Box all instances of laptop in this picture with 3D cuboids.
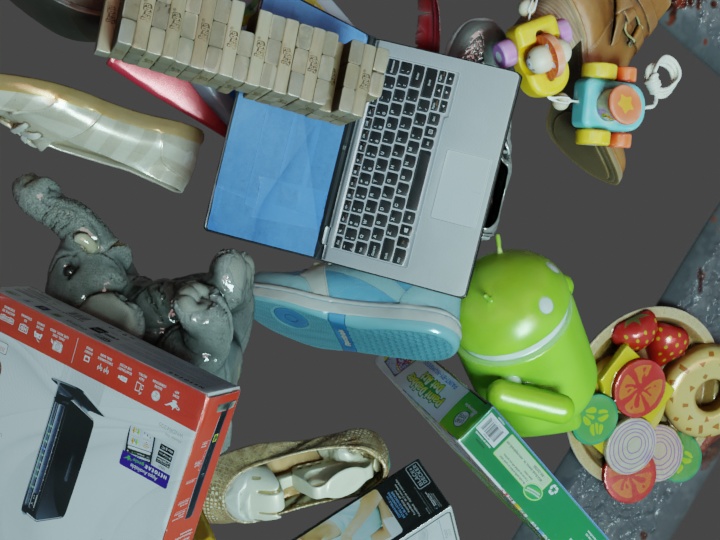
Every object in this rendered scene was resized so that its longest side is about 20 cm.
[{"bbox_3d":[0.008,-0.094,0.802,0.197,0.116,0.190,15,91,8],"label":"laptop"}]

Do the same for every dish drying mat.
[{"bbox_3d":[-0.107,-0.151,0.863,0.199,0.018,0.078,30,87,-22],"label":"dish drying mat"}]

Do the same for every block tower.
[{"bbox_3d":[-0.081,-0.153,0.727,0.197,0.058,0.055,13,85,-20],"label":"block tower"}]

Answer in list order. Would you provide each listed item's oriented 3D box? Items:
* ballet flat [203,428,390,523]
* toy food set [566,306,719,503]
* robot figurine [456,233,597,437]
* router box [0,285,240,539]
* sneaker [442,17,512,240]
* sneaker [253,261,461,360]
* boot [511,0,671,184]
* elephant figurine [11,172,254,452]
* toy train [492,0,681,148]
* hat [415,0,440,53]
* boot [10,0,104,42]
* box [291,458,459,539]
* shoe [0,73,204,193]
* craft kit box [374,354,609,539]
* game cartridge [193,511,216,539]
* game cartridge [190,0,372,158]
[{"bbox_3d":[-0.063,0.189,0.935,0.197,0.065,0.072,-15,107,-16],"label":"ballet flat"},{"bbox_3d":[0.298,0.137,1.065,0.199,0.049,0.199,38,88,-24],"label":"toy food set"},{"bbox_3d":[0.147,0.066,0.942,0.114,0.177,0.201,-9,130,23],"label":"robot figurine"},{"bbox_3d":[-0.202,0.130,0.738,0.198,0.049,0.182,21,98,20],"label":"router box"},{"bbox_3d":[0.112,-0.120,0.912,0.074,0.082,0.203,-1,97,-20],"label":"sneaker"},{"bbox_3d":[0.000,0.000,0.906,0.197,0.080,0.132,10,63,10],"label":"sneaker"},{"bbox_3d":[0.233,-0.194,0.951,0.155,0.073,0.201,-45,124,-16],"label":"boot"},{"bbox_3d":[-0.189,0.032,0.826,0.197,0.157,0.142,8,145,3],"label":"elephant figurine"},{"bbox_3d":[0.197,-0.196,0.867,0.200,0.056,0.151,44,81,-19],"label":"toy train"},{"bbox_3d":[0.094,-0.228,0.825,0.163,0.200,0.178,-19,95,1],"label":"hat"},{"bbox_3d":[-0.168,-0.267,0.787,0.184,0.064,0.202,25,77,5],"label":"boot"},{"bbox_3d":[-0.007,0.272,0.953,0.198,0.060,0.117,-29,143,-12],"label":"box"},{"bbox_3d":[-0.218,-0.109,0.803,0.198,0.070,0.054,14,90,-25],"label":"shoe"},{"bbox_3d":[0.116,0.162,0.924,0.048,0.197,0.200,-42,113,-2],"label":"craft kit box"},{"bbox_3d":[-0.216,0.236,0.830,0.198,0.176,0.033,-27,111,-12],"label":"game cartridge"},{"bbox_3d":[-0.069,-0.174,0.847,0.200,0.040,0.134,45,80,-20],"label":"game cartridge"}]
